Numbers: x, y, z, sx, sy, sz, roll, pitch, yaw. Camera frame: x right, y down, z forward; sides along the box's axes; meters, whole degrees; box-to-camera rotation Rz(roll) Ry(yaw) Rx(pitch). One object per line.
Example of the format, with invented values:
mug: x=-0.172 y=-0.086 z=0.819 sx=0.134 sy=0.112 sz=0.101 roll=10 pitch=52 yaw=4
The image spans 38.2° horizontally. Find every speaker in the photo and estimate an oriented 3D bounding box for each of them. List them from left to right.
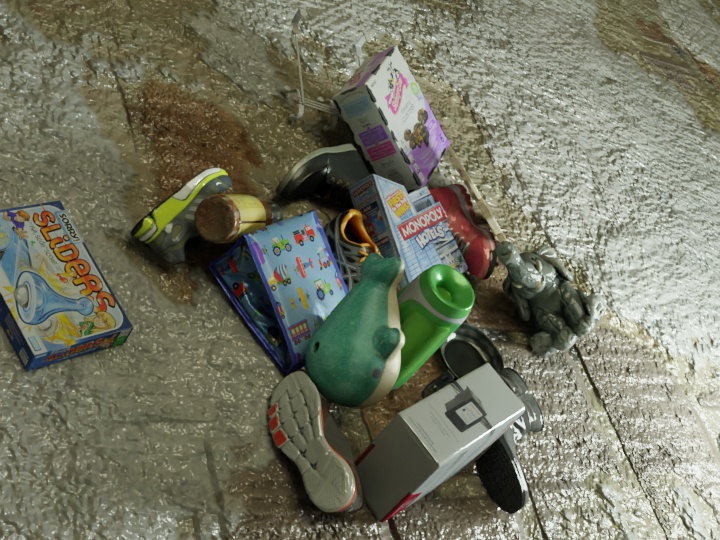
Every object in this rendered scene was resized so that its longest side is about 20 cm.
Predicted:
speaker: x=0.067 y=0.080 z=1.388 sx=0.088 sy=0.200 sz=0.089 roll=21 pitch=42 yaw=-21

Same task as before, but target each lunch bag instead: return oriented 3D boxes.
lunch bag: x=-0.085 y=0.038 z=1.408 sx=0.150 sy=0.094 sz=0.201 roll=-23 pitch=81 yaw=-50

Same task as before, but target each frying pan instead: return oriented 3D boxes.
frying pan: x=0.152 y=0.154 z=1.522 sx=0.114 sy=0.031 sz=0.191 roll=34 pitch=43 yaw=-7

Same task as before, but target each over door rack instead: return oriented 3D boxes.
over door rack: x=-0.055 y=-0.325 z=1.766 sx=0.147 sy=0.066 sz=0.202 roll=13 pitch=66 yaw=-32

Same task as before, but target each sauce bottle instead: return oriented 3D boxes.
sauce bottle: x=-0.159 y=-0.071 z=1.417 sx=0.066 sy=0.066 sz=0.200 roll=48 pitch=13 yaw=10

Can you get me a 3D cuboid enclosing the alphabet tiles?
alphabet tiles: x=0.201 y=-0.111 z=1.736 sx=0.196 sy=0.015 sz=0.201 roll=54 pitch=10 yaw=-37

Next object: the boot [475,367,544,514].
boot: x=0.216 y=0.231 z=1.458 sx=0.131 sy=0.070 sz=0.202 roll=-4 pitch=66 yaw=-41

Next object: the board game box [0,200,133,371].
board game box: x=-0.375 y=0.013 z=1.230 sx=0.135 sy=0.035 sz=0.201 roll=-16 pitch=64 yaw=-46

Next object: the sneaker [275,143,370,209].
sneaker: x=-0.039 y=-0.130 z=1.602 sx=0.106 sy=0.075 sz=0.199 roll=49 pitch=39 yaw=10

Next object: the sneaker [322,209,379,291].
sneaker: x=0.000 y=0.000 z=1.510 sx=0.078 sy=0.077 sz=0.201 roll=-6 pitch=59 yaw=-43

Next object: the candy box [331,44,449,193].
candy box: x=0.054 y=-0.247 z=1.728 sx=0.201 sy=0.071 sz=0.168 roll=59 pitch=35 yaw=-20

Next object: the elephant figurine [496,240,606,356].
elephant figurine: x=0.290 y=0.022 z=1.667 sx=0.141 sy=0.155 sz=0.201 roll=-39 pitch=90 yaw=-28

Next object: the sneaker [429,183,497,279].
sneaker: x=0.154 y=-0.060 z=1.710 sx=0.086 sy=0.074 sz=0.201 roll=-2 pitch=47 yaw=-27

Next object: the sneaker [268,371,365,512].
sneaker: x=-0.051 y=0.219 z=1.286 sx=0.082 sy=0.077 sz=0.201 roll=41 pitch=19 yaw=-52

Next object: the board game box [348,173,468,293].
board game box: x=0.073 y=-0.061 z=1.593 sx=0.199 sy=0.061 sz=0.201 roll=-29 pitch=93 yaw=-49

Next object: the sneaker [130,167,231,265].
sneaker: x=-0.231 y=-0.072 z=1.412 sx=0.081 sy=0.074 sz=0.200 roll=52 pitch=39 yaw=-10

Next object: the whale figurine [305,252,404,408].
whale figurine: x=-0.006 y=0.072 z=1.323 sx=0.103 sy=0.159 sz=0.202 roll=16 pitch=89 yaw=-32

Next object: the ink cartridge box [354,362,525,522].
ink cartridge box: x=0.099 y=0.217 z=1.328 sx=0.199 sy=0.146 sz=0.084 roll=-21 pitch=65 yaw=-47
